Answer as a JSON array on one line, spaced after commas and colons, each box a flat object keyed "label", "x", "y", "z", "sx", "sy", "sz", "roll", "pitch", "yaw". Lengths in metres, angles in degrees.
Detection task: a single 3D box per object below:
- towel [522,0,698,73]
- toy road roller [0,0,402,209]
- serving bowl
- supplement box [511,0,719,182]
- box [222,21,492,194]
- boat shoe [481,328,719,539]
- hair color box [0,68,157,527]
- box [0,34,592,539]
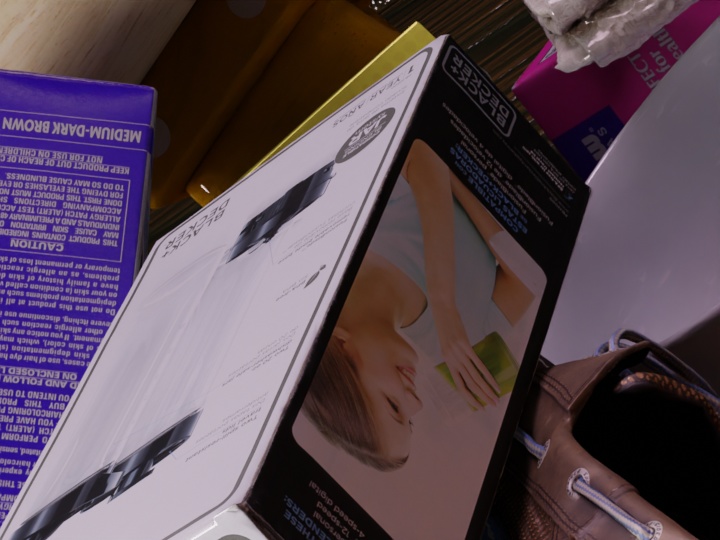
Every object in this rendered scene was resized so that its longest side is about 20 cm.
[{"label": "towel", "x": 0.133, "y": -0.135, "z": 0.864, "sx": 0.200, "sy": 0.035, "sz": 0.133, "roll": -37, "pitch": 12, "yaw": 7}, {"label": "toy road roller", "x": -0.047, "y": -0.070, "z": 0.932, "sx": 0.123, "sy": 0.146, "sz": 0.200, "roll": -54, "pitch": -7, "yaw": 17}, {"label": "serving bowl", "x": 0.135, "y": -0.026, "z": 0.787, "sx": 0.200, "sy": 0.066, "sz": 0.200, "roll": -46, "pitch": 13, "yaw": 14}, {"label": "supplement box", "x": 0.164, "y": -0.088, "z": 0.930, "sx": 0.200, "sy": 0.101, "sz": 0.103, "roll": -32, "pitch": 12, "yaw": 37}, {"label": "box", "x": 0.000, "y": 0.000, "z": 0.914, "sx": 0.117, "sy": 0.048, "sz": 0.200, "roll": -42, "pitch": -19, "yaw": -9}, {"label": "boat shoe", "x": 0.060, "y": 0.057, "z": 0.661, "sx": 0.072, "sy": 0.072, "sz": 0.200, "roll": -49, "pitch": 18, "yaw": 13}, {"label": "hair color box", "x": -0.097, "y": 0.056, "z": 0.804, "sx": 0.109, "sy": 0.064, "sz": 0.201, "roll": 102, "pitch": 174, "yaw": -61}, {"label": "box", "x": -0.021, "y": 0.040, "z": 0.665, "sx": 0.116, "sy": 0.060, "sz": 0.200, "roll": -35, "pitch": 18, "yaw": 31}]
